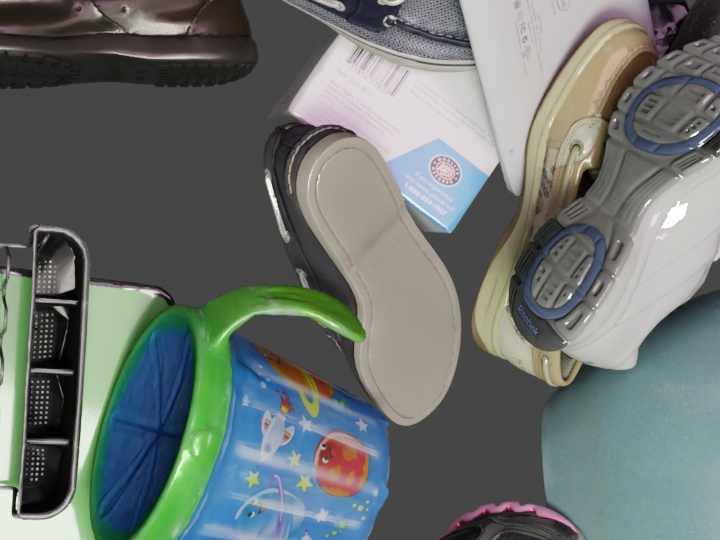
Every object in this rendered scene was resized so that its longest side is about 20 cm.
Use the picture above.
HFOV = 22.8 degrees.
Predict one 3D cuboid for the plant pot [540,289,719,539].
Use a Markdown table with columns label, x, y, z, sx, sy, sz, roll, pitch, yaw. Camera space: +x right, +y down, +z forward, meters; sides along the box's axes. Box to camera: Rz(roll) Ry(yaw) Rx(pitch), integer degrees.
| label | x | y | z | sx | sy | sz | roll | pitch | yaw |
| --- | --- | --- | --- | --- | --- | --- | --- | --- | --- |
| plant pot | 0.173 | 0.112 | 0.993 | 0.134 | 0.200 | 0.202 | -7 | 93 | 13 |

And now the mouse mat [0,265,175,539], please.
| label | x | y | z | sx | sy | sz | roll | pitch | yaw |
| --- | --- | --- | --- | --- | --- | --- | --- | --- | --- |
| mouse mat | -0.206 | 0.078 | 0.978 | 0.199 | 0.008 | 0.162 | 8 | 89 | -15 |

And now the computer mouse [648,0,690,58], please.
| label | x | y | z | sx | sy | sz | roll | pitch | yaw |
| --- | --- | --- | --- | --- | --- | --- | --- | --- | --- |
| computer mouse | 0.161 | -0.169 | 1.055 | 0.058 | 0.034 | 0.201 | -18 | 90 | 7 |

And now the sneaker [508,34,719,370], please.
| label | x | y | z | sx | sy | sz | roll | pitch | yaw |
| --- | --- | --- | --- | --- | --- | --- | --- | --- | --- |
| sneaker | 0.159 | -0.036 | 0.922 | 0.200 | 0.075 | 0.087 | -52 | 137 | 6 |

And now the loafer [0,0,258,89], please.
| label | x | y | z | sx | sy | sz | roll | pitch | yaw |
| --- | --- | --- | --- | --- | --- | --- | --- | --- | --- |
| loafer | -0.155 | -0.139 | 0.960 | 0.199 | 0.073 | 0.072 | 1 | 81 | -19 |

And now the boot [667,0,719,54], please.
| label | x | y | z | sx | sy | sz | roll | pitch | yaw |
| --- | --- | --- | --- | --- | --- | --- | --- | --- | --- |
| boot | 0.195 | -0.049 | 0.977 | 0.067 | 0.131 | 0.201 | 8 | 121 | -26 |

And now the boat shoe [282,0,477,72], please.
| label | x | y | z | sx | sy | sz | roll | pitch | yaw |
| --- | --- | --- | --- | --- | --- | --- | --- | --- | --- |
| boat shoe | 0.003 | -0.158 | 0.912 | 0.199 | 0.093 | 0.075 | 18 | 86 | -11 |

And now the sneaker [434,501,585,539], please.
| label | x | y | z | sx | sy | sz | roll | pitch | yaw |
| --- | --- | --- | --- | --- | --- | --- | --- | --- | --- |
| sneaker | 0.027 | 0.183 | 0.954 | 0.199 | 0.095 | 0.080 | -19 | 93 | 19 |

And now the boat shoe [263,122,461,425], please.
| label | x | y | z | sx | sy | sz | roll | pitch | yaw |
| --- | --- | --- | --- | --- | --- | --- | --- | --- | --- |
| boat shoe | 0.000 | 0.000 | 0.984 | 0.073 | 0.063 | 0.201 | -39 | 130 | -20 |

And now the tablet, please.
| label | x | y | z | sx | sy | sz | roll | pitch | yaw |
| --- | --- | --- | --- | --- | --- | --- | --- | --- | --- |
| tablet | 0.106 | -0.147 | 0.948 | 0.130 | 0.014 | 0.201 | -42 | 138 | -22 |

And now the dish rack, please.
| label | x | y | z | sx | sy | sz | roll | pitch | yaw |
| --- | --- | --- | --- | --- | --- | --- | --- | --- | --- |
| dish rack | -0.246 | 0.048 | 0.937 | 0.198 | 0.055 | 0.155 | 4 | 90 | -14 |

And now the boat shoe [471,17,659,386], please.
| label | x | y | z | sx | sy | sz | roll | pitch | yaw |
| --- | --- | --- | --- | --- | --- | --- | --- | --- | --- |
| boat shoe | 0.125 | -0.036 | 0.976 | 0.073 | 0.063 | 0.201 | 0 | 114 | -47 |

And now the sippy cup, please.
| label | x | y | z | sx | sy | sz | roll | pitch | yaw |
| --- | --- | --- | --- | --- | --- | --- | --- | --- | --- |
| sippy cup | -0.059 | 0.101 | 0.952 | 0.130 | 0.178 | 0.140 | 20 | 57 | -24 |

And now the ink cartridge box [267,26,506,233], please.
| label | x | y | z | sx | sy | sz | roll | pitch | yaw |
| --- | --- | --- | --- | --- | --- | --- | --- | --- | --- |
| ink cartridge box | 0.053 | -0.135 | 1.005 | 0.115 | 0.068 | 0.201 | 36 | 84 | -11 |
